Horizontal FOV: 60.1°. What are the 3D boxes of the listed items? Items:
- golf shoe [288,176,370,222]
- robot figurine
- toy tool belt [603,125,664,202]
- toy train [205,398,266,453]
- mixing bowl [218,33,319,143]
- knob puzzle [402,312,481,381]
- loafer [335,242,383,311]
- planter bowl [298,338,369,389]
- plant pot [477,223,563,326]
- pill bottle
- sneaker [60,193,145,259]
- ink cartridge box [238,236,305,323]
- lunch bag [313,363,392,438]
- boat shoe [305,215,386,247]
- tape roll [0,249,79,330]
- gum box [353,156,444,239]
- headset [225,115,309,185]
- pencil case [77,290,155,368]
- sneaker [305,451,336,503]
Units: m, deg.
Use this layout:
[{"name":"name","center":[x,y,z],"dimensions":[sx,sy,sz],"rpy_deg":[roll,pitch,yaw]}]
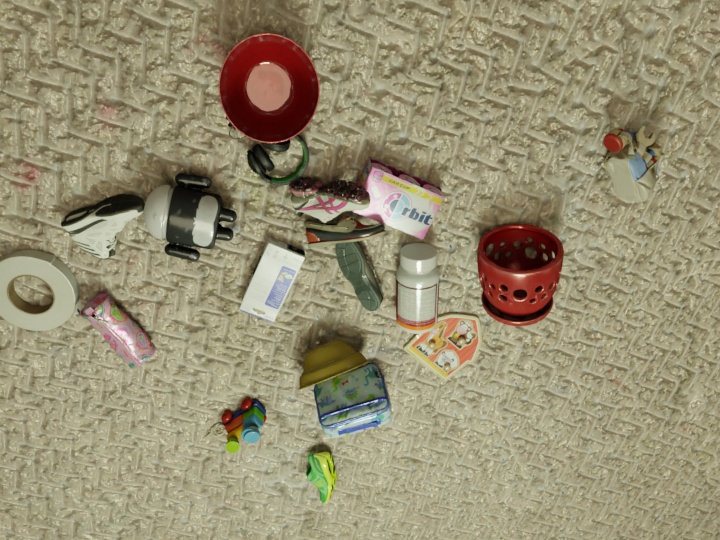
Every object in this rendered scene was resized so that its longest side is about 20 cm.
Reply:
[{"name":"golf shoe","center":[-0.064,-0.153,1.391],"dimensions":[0.196,0.073,0.094],"rpy_deg":[10,127,24]},{"name":"robot figurine","center":[-0.374,-0.117,1.371],"dimensions":[0.196,0.153,0.125],"rpy_deg":[10,147,-13]},{"name":"toy tool belt","center":[0.628,-0.265,1.429],"dimensions":[0.123,0.124,0.201],"rpy_deg":[-45,123,-17]},{"name":"toy train","center":[-0.347,0.447,1.686],"dimensions":[0.198,0.116,0.085],"rpy_deg":[-33,117,11]},{"name":"mixing bowl","center":[-0.183,-0.365,1.253],"dimensions":[0.195,0.109,0.205],"rpy_deg":[-2,106,-8]},{"name":"knob puzzle","center":[0.243,0.196,1.670],"dimensions":[0.215,0.031,0.224],"rpy_deg":[-3,118,-5]},{"name":"loafer","center":[0.000,0.000,1.522],"dimensions":[0.071,0.063,0.203],"rpy_deg":[-14,108,32]},{"name":"planter bowl","center":[-0.081,0.230,1.592],"dimensions":[0.197,0.200,0.085],"rpy_deg":[-21,84,5]},{"name":"plant pot","center":[0.382,0.015,1.496],"dimensions":[0.196,0.202,0.185],"rpy_deg":[-11,128,-1]},{"name":"pill bottle","center":[0.140,0.043,1.527],"dimensions":[0.107,0.110,0.204],"rpy_deg":[-4,119,-5]},{"name":"sneaker","center":[-0.555,-0.095,1.398],"dimensions":[0.196,0.076,0.117],"rpy_deg":[-14,129,10]},{"name":"ink cartridge box","center":[-0.217,0.025,1.515],"dimensions":[0.098,0.039,0.202],"rpy_deg":[22,113,-18]},{"name":"lunch bag","center":[-0.019,0.347,1.642],"dimensions":[0.196,0.163,0.083],"rpy_deg":[-15,136,2]},{"name":"boat shoe","center":[-0.036,-0.094,1.432],"dimensions":[0.196,0.071,0.064],"rpy_deg":[-6,92,21]},{"name":"tape roll","center":[-0.767,0.048,1.461],"dimensions":[0.198,0.037,0.207],"rpy_deg":[-3,119,-5]},{"name":"gum box","center":[0.088,-0.163,1.431],"dimensions":[0.197,0.067,0.115],"rpy_deg":[20,116,-17]},{"name":"headset","center":[-0.204,-0.270,1.349],"dimensions":[0.198,0.094,0.124],"rpy_deg":[28,109,-37]},{"name":"pencil case","center":[-0.588,0.146,1.510],"dimensions":[0.086,0.088,0.202],"rpy_deg":[-27,119,9]},{"name":"sneaker","center":[-0.116,0.604,1.838],"dimensions":[0.082,0.074,0.203],"rpy_deg":[8,124,17]}]
